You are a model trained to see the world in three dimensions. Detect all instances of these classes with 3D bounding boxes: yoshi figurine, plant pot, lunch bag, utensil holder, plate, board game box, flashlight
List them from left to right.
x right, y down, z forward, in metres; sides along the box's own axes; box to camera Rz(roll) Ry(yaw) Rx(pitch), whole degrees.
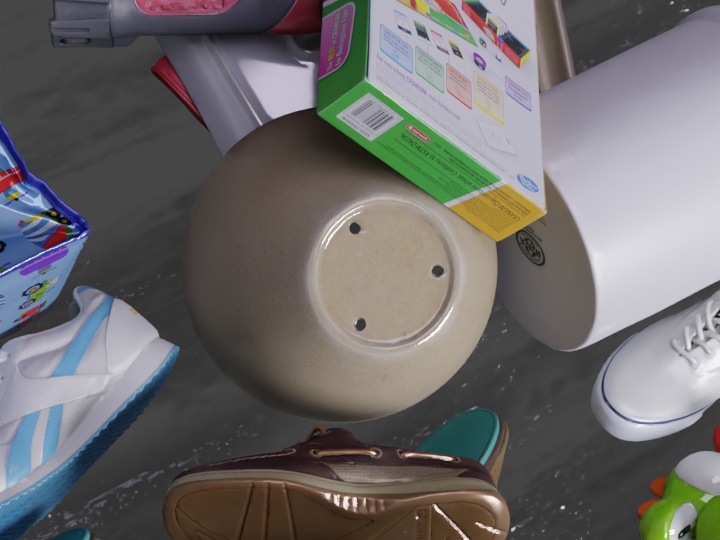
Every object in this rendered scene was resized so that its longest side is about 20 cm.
[{"bbox_3d":[-0.265,0.025,1.074,0.200,0.151,0.094,-41,87,-25],"label":"lunch bag"},{"bbox_3d":[-0.094,-0.178,1.182,0.199,0.068,0.068,0,75,-4],"label":"flashlight"},{"bbox_3d":[-0.028,-0.166,1.235,0.199,0.032,0.201,-29,81,-10],"label":"plate"},{"bbox_3d":[0.000,0.000,1.144,0.199,0.134,0.202,-1,94,-13],"label":"plant pot"},{"bbox_3d":[0.044,-0.136,1.129,0.153,0.040,0.201,34,41,-32],"label":"board game box"},{"bbox_3d":[0.185,-0.058,1.243,0.199,0.170,0.171,-27,82,-21],"label":"utensil holder"},{"bbox_3d":[0.274,0.139,1.239,0.200,0.112,0.113,-36,92,-22],"label":"yoshi figurine"}]

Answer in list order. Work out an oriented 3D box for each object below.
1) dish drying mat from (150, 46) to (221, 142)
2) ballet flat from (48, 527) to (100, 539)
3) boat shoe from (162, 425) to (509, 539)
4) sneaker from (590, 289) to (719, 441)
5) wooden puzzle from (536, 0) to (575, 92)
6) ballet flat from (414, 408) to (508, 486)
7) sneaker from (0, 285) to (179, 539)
[{"bbox_3d":[-0.042,-0.173,1.261,0.200,0.018,0.077,-44,83,-12],"label":"dish drying mat"},{"bbox_3d":[-0.226,0.221,1.074,0.199,0.069,0.072,-28,100,-20],"label":"ballet flat"},{"bbox_3d":[-0.016,0.129,1.101,0.199,0.073,0.072,0,31,-7],"label":"boat shoe"},{"bbox_3d":[0.235,0.042,1.269,0.199,0.071,0.073,-31,66,-28],"label":"sneaker"},{"bbox_3d":[0.050,-0.167,1.305,0.199,0.037,0.186,-4,74,-19],"label":"wooden puzzle"},{"bbox_3d":[0.041,0.170,1.166,0.200,0.067,0.073,-50,125,-46],"label":"ballet flat"},{"bbox_3d":[-0.199,0.094,1.121,0.081,0.077,0.200,40,58,7],"label":"sneaker"}]
